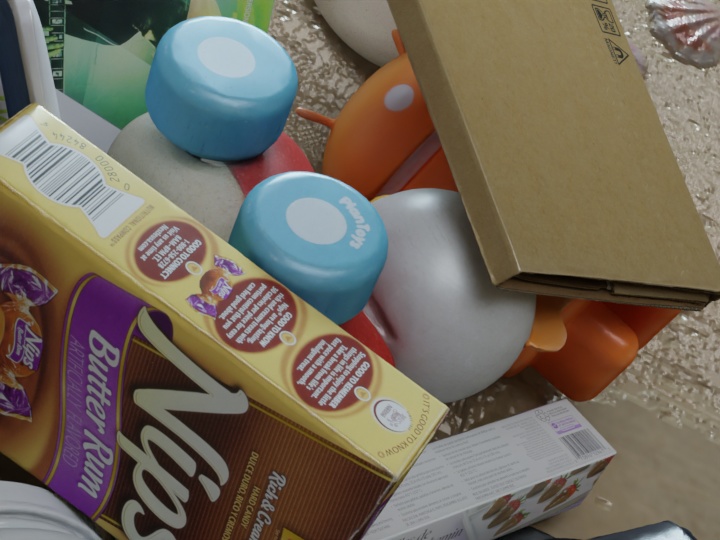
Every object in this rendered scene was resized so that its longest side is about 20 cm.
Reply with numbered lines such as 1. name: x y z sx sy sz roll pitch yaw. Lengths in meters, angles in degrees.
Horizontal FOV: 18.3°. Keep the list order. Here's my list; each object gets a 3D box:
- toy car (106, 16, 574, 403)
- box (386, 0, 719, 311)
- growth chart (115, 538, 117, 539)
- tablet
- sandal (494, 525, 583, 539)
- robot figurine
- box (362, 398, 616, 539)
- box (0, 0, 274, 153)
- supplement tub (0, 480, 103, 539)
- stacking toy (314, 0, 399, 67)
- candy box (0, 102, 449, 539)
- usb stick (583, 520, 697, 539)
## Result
1. toy car: 0.000 0.000 0.980 0.200 0.184 0.177 -8 51 -29
2. box: 0.082 -0.078 1.009 0.163 0.021 0.200 5 59 -48
3. growth chart: -0.050 0.146 0.978 0.200 0.018 0.145 -20 65 -26
4. tablet: -0.133 -0.040 0.936 0.014 0.200 0.130 -13 29 -12
5. sandal: 0.110 0.159 1.032 0.200 0.045 0.075 20 56 -6
6. robot figurine: 0.062 -0.028 1.082 0.200 0.144 0.117 45 11 6
7. box: 0.037 0.102 0.994 0.200 0.039 0.041 -14 53 -48
8. box: -0.148 -0.082 1.011 0.200 0.144 0.036 6 20 -22
9. supplement tub: -0.125 0.187 0.818 0.145 0.145 0.200 -1 35 -25
10. stacking toy: 0.074 -0.188 1.201 0.146 0.146 0.200 54 36 12
11. candy box: -0.079 0.042 0.856 0.200 0.117 0.056 35 38 4
12. usb stick: 0.063 0.148 0.972 0.200 0.033 0.055 -10 38 -20
